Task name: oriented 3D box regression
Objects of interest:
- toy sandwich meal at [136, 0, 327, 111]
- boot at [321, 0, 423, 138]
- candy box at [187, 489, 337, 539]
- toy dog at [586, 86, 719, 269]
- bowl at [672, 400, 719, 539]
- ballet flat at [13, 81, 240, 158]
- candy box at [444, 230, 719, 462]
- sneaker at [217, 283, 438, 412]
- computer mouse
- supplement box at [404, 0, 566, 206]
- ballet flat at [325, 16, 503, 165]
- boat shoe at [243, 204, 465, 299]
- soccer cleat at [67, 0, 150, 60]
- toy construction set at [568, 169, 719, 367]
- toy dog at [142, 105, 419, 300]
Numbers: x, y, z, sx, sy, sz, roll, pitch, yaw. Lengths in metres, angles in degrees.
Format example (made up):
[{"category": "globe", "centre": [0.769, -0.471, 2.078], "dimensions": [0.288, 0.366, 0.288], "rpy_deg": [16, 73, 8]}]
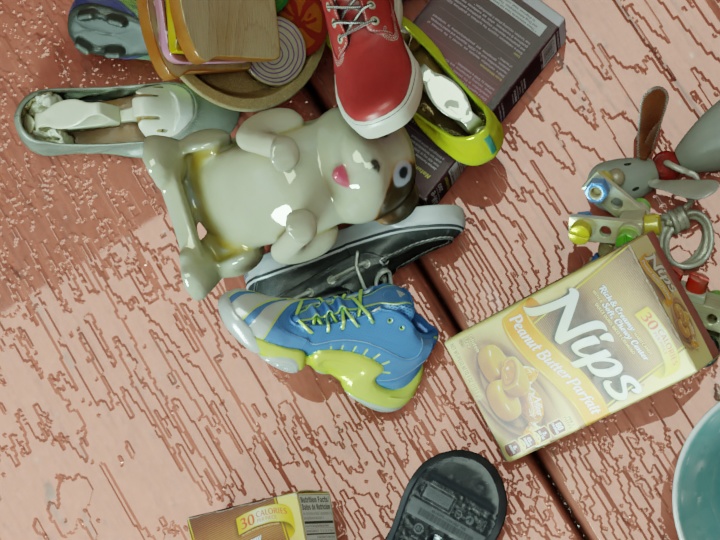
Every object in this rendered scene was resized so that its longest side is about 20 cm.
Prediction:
[{"category": "toy sandwich meal", "centre": [-0.093, -0.225, 1.681], "dimensions": [0.204, 0.070, 0.207], "rpy_deg": [4, 84, -38]}, {"category": "boot", "centre": [-0.012, -0.209, 1.631], "dimensions": [0.072, 0.145, 0.201], "rpy_deg": [-21, 43, 12]}, {"category": "candy box", "centre": [-0.070, 0.291, 1.704], "dimensions": [0.116, 0.056, 0.202], "rpy_deg": [-17, 76, 29]}, {"category": "toy dog", "centre": [0.294, -0.107, 1.740], "dimensions": [0.200, 0.096, 0.132], "rpy_deg": [-44, 79, -3]}, {"category": "bowl", "centre": [0.361, 0.181, 1.662], "dimensions": [0.199, 0.105, 0.203], "rpy_deg": [1, 93, 22]}, {"category": "ballet flat", "centre": [-0.206, -0.133, 1.809], "dimensions": [0.198, 0.064, 0.068], "rpy_deg": [-4, 78, 4]}, {"category": "candy box", "centre": [0.178, 0.064, 1.684], "dimensions": [0.199, 0.055, 0.116], "rpy_deg": [-30, 88, 35]}, {"category": "sneaker", "centre": [-0.019, 0.039, 1.708], "dimensions": [0.105, 0.199, 0.076], "rpy_deg": [-52, 35, 18]}, {"category": "computer mouse", "centre": [0.052, 0.239, 1.728], "dimensions": [0.138, 0.053, 0.201], "rpy_deg": [33, 95, 12]}, {"category": "supplement box", "centre": [0.078, -0.163, 1.789], "dimensions": [0.109, 0.061, 0.200], "rpy_deg": [38, 85, 12]}, {"category": "ballet flat", "centre": [0.043, -0.168, 1.729], "dimensions": [0.067, 0.067, 0.200], "rpy_deg": [-45, 75, -3]}, {"category": "boat shoe", "centre": [-0.001, -0.001, 1.760], "dimensions": [0.198, 0.074, 0.069], "rpy_deg": [-16, 74, 3]}, {"category": "soccer cleat", "centre": [-0.158, -0.208, 1.816], "dimensions": [0.199, 0.084, 0.065], "rpy_deg": [15, 124, 1]}, {"category": "toy construction set", "centre": [0.262, 0.008, 1.708], "dimensions": [0.199, 0.092, 0.132], "rpy_deg": [24, 119, 22]}, {"category": "toy dog", "centre": [-0.049, -0.068, 1.709], "dimensions": [0.199, 0.194, 0.141], "rpy_deg": [-15, 86, 17]}]
